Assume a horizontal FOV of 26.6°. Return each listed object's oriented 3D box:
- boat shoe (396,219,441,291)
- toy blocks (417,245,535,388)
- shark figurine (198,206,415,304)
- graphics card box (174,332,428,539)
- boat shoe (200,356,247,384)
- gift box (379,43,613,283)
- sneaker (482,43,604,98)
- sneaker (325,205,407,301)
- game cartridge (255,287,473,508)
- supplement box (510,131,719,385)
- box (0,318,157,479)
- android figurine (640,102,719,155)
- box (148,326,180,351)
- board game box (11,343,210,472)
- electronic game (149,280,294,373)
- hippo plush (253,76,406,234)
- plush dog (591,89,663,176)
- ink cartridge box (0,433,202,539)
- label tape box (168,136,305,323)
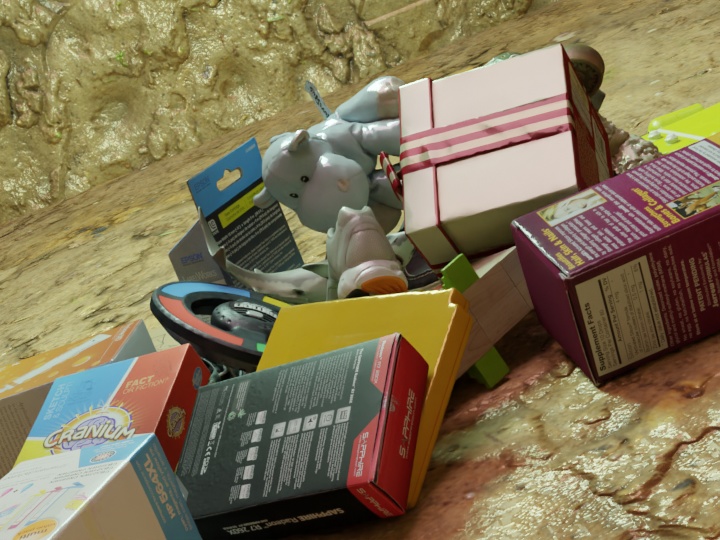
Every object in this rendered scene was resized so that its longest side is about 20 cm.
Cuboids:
[{"bbox_3d":[0.065,-0.024,1.614,0.071,0.067,0.201,-19,14,8],"label":"boat shoe"},{"bbox_3d":[0.065,0.054,1.302,0.200,0.100,0.136,-40,8,-28],"label":"toy blocks"},{"bbox_3d":[-0.051,-0.007,1.490,0.211,0.129,0.090,1,46,2],"label":"shark figurine"},{"bbox_3d":[-0.047,0.129,1.113,0.198,0.051,0.127,-17,46,33],"label":"graphics card box"},{"bbox_3d":[-0.155,0.108,1.446,0.073,0.069,0.200,-18,15,12],"label":"boat shoe"},{"bbox_3d":[0.130,-0.086,1.409,0.185,0.185,0.202,-15,52,19],"label":"gift box"},{"bbox_3d":[0.156,-0.187,1.493,0.199,0.067,0.091,-28,36,40],"label":"sneaker"},{"bbox_3d":[0.000,0.000,1.385,0.075,0.093,0.200,-10,-16,-12],"label":"sneaker"},{"bbox_3d":[-0.013,0.101,1.173,0.198,0.032,0.178,-6,53,41],"label":"game cartridge"},{"bbox_3d":[0.238,-0.013,1.203,0.198,0.104,0.131,-22,26,-5],"label":"supplement box"},{"bbox_3d":[-0.295,0.139,1.479,0.198,0.099,0.125,-19,14,10],"label":"box"},{"bbox_3d":[0.376,-0.149,1.673,0.198,0.042,0.182,-22,14,-7],"label":"android figurine"},{"bbox_3d":[-0.242,0.104,1.687,0.162,0.022,0.200,-19,14,11],"label":"box"},{"bbox_3d":[-0.223,0.158,1.292,0.151,0.041,0.201,-16,34,24],"label":"board game box"},{"bbox_3d":[-0.104,0.053,1.448,0.197,0.042,0.200,17,13,-4],"label":"electronic game"},{"bbox_3d":[-0.023,-0.122,1.554,0.160,0.200,0.160,-55,-16,25],"label":"hippo plush"},{"bbox_3d":[0.186,-0.084,1.550,0.199,0.161,0.173,-6,46,50],"label":"plush dog"},{"bbox_3d":[-0.205,0.216,0.998,0.127,0.127,0.200,-14,15,26],"label":"ink cartridge box"},{"bbox_3d":[-0.132,-0.019,1.609,0.063,0.202,0.144,-13,16,32],"label":"label tape box"}]
